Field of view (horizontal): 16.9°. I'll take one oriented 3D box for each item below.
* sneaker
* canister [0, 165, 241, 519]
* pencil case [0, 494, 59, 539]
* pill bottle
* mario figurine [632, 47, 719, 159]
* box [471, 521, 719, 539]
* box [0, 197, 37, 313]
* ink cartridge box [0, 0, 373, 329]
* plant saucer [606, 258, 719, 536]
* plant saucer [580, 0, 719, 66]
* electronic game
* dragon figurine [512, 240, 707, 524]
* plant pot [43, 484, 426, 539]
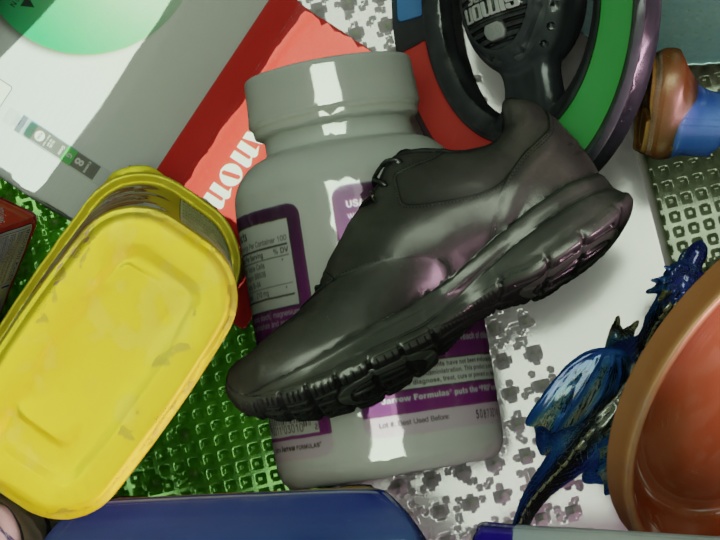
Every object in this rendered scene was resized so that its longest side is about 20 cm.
[{"bbox_3d":[0.020,-0.003,1.084,0.200,0.076,0.091,-31,76,-10],"label":"sneaker"},{"bbox_3d":[-0.117,0.030,1.112,0.087,0.200,0.149,35,92,-7],"label":"canister"},{"bbox_3d":[-0.185,0.133,1.130,0.089,0.200,0.078,11,87,7],"label":"pencil case"},{"bbox_3d":[0.000,0.000,1.167,0.112,0.112,0.200,-9,86,5],"label":"pill bottle"},{"bbox_3d":[0.232,-0.086,1.134,0.200,0.124,0.106,6,129,0],"label":"mario figurine"},{"bbox_3d":[0.170,0.166,1.008,0.200,0.184,0.105,-4,78,48],"label":"box"},{"bbox_3d":[-0.246,0.047,1.172,0.095,0.100,0.200,25,102,8],"label":"box"},{"bbox_3d":[-0.102,-0.090,1.219,0.200,0.050,0.161,33,89,9],"label":"ink cartridge box"},{"bbox_3d":[0.195,0.051,1.119,0.200,0.200,0.032,-46,48,0],"label":"plant saucer"},{"bbox_3d":[0.165,-0.199,1.207,0.201,0.039,0.201,0,86,6],"label":"plant saucer"},{"bbox_3d":[0.075,-0.131,1.147,0.042,0.200,0.200,-4,83,-34],"label":"electronic game"},{"bbox_3d":[0.118,0.069,1.157,0.059,0.099,0.200,40,90,8],"label":"dragon figurine"},{"bbox_3d":[-0.050,0.199,1.118,0.200,0.200,0.180,-3,78,5],"label":"plant pot"}]
